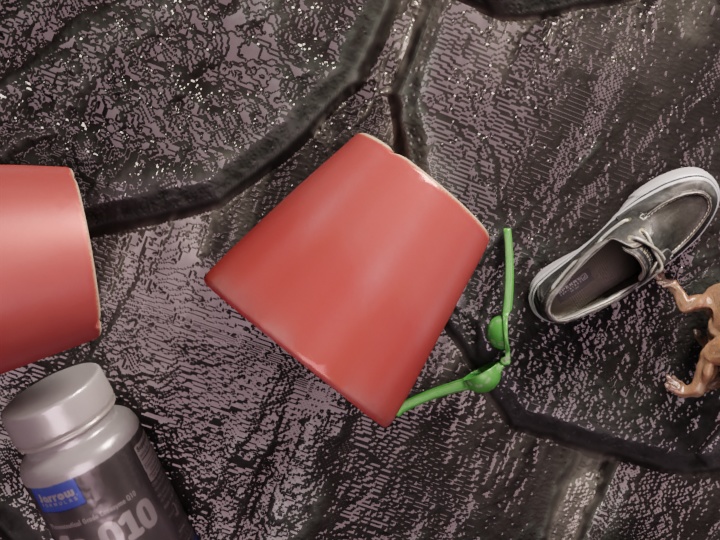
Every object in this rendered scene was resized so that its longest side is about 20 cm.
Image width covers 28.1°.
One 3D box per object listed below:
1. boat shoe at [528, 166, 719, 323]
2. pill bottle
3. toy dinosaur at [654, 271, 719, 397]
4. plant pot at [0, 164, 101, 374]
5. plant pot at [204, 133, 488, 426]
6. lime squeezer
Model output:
[{"bbox_3d":[0.241,-0.012,1.272,0.199,0.071,0.072,-39,106,4],"label":"boat shoe"},{"bbox_3d":[-0.226,0.190,1.253,0.113,0.114,0.202,-24,107,1],"label":"pill bottle"},{"bbox_3d":[0.340,0.049,1.262,0.135,0.202,0.085,-21,145,38],"label":"toy dinosaur"},{"bbox_3d":[-0.308,0.001,1.160,0.175,0.200,0.203,-10,107,-14],"label":"plant pot"},{"bbox_3d":[0.000,0.000,1.187,0.200,0.200,0.178,40,87,-15],"label":"plant pot"},{"bbox_3d":[0.109,0.063,1.304,0.070,0.038,0.201,35,102,17],"label":"lime squeezer"}]
